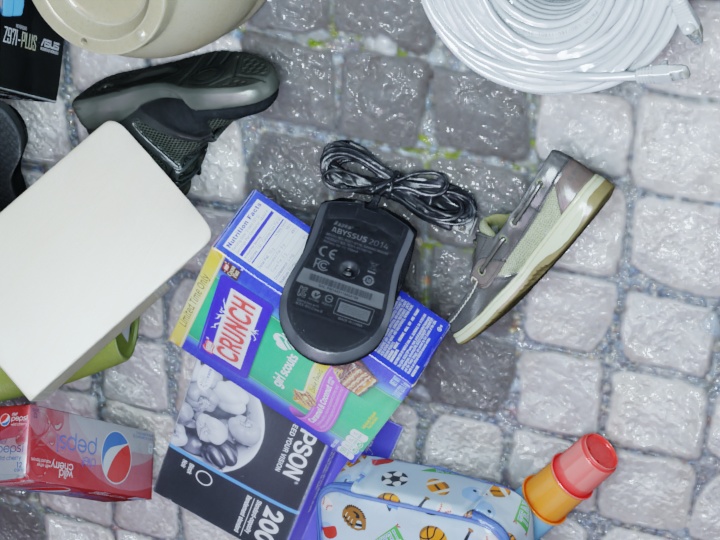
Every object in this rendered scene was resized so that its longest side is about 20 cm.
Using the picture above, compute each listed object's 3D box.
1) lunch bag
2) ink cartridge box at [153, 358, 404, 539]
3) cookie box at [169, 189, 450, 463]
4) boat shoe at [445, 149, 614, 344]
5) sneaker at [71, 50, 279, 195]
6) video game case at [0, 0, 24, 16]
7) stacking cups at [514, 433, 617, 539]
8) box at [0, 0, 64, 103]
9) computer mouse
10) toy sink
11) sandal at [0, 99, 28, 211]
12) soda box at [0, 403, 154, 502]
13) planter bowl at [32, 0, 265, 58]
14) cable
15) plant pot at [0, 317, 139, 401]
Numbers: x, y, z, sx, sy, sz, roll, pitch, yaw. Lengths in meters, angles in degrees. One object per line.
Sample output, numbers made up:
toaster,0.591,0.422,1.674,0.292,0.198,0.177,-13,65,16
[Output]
lunch bag,0.059,0.255,1.390,0.198,0.076,0.162,13,118,24
ink cartridge box,-0.082,0.179,1.486,0.198,0.043,0.199,26,127,5
cookie box,-0.048,0.052,1.344,0.199,0.075,0.171,34,146,1
boat shoe,0.123,-0.020,1.260,0.066,0.072,0.201,46,131,7
sneaker,-0.137,-0.113,1.306,0.198,0.076,0.115,-8,119,31
video game case,-0.278,-0.304,1.190,0.018,0.201,0.144,-6,131,-24
stacking cups,0.152,0.213,1.405,0.060,0.061,0.200,40,122,-5
box,-0.366,-0.194,1.284,0.198,0.164,0.087,6,90,20
computer mouse,0.000,0.000,1.254,0.137,0.201,0.053,23,148,6
toy sink,-0.233,-0.007,1.306,0.200,0.112,0.131,-43,90,-6
sandal,-0.321,-0.107,1.379,0.075,0.048,0.201,19,154,-1
soda box,-0.271,0.172,1.472,0.063,0.200,0.071,-6,75,25
planter bowl,-0.173,-0.245,1.199,0.198,0.135,0.202,11,123,17
cable,0.137,-0.222,1.122,0.198,0.069,0.202,-6,117,27
plant pot,-0.306,0.035,1.422,0.197,0.188,0.189,-1,121,8
